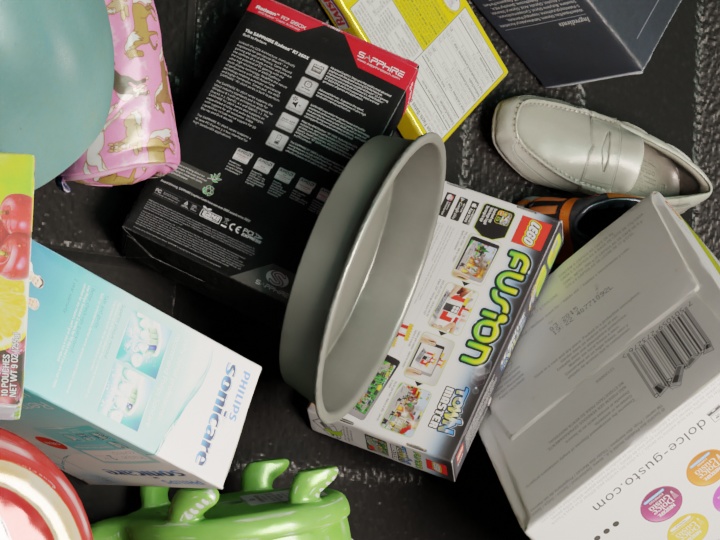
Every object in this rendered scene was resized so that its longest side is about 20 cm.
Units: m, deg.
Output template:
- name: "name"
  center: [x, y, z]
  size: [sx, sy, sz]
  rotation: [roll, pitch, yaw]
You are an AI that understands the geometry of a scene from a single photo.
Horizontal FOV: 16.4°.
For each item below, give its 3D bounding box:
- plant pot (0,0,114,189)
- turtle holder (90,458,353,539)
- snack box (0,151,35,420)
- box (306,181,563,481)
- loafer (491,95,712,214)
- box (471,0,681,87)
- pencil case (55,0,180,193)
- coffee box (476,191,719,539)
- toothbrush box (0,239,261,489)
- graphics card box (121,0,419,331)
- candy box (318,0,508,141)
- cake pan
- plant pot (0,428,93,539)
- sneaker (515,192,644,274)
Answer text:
- name: "plant pot"
  center: [-0.235, -0.132, 1.442]
  size: [0.201, 0.200, 0.161]
  rotation: [-50, 129, -31]
- name: "turtle holder"
  center: [-0.090, 0.196, 1.568]
  size: [0.185, 0.141, 0.132]
  rotation: [-9, 94, -42]
- name: "snack box"
  center: [-0.278, 0.004, 1.343]
  size: [0.199, 0.053, 0.143]
  rotation: [4, 77, -10]
- name: "box"
  center: [0.053, 0.037, 1.725]
  size: [0.035, 0.110, 0.200]
  rotation: [80, 34, -61]
- name: "loafer"
  center: [0.182, -0.087, 1.866]
  size: [0.200, 0.070, 0.070]
  rotation: [16, 77, -39]
- name: "box"
  center: [0.146, -0.258, 1.825]
  size: [0.200, 0.107, 0.149]
  rotation: [47, 59, -27]
- name: "pencil case"
  center: [-0.167, -0.152, 1.559]
  size: [0.083, 0.086, 0.201]
  rotation: [-25, 106, -83]
- name: "coffee box"
  center: [0.213, 0.112, 1.736]
  size: [0.200, 0.200, 0.198]
  rotation: [-39, 125, 9]
- name: "toothbrush box"
  center: [-0.184, 0.056, 1.495]
  size: [0.200, 0.146, 0.086]
  rotation: [30, 69, -36]
- name: "graphics card box"
  center: [-0.058, -0.072, 1.633]
  size: [0.125, 0.051, 0.200]
  rotation: [24, 64, 5]
- name: "candy box"
  center: [0.024, -0.191, 1.768]
  size: [0.102, 0.026, 0.200]
  rotation: [-45, 115, -30]
- name: "cake pan"
  center: [0.000, 0.000, 1.615]
  size: [0.200, 0.037, 0.201]
  rotation: [21, 90, -76]
- name: "plant pot"
  center: [-0.263, 0.175, 1.397]
  size: [0.200, 0.182, 0.201]
  rotation: [3, 86, -38]
- name: "sneaker"
  center: [0.208, 0.005, 1.854]
  size: [0.200, 0.112, 0.078]
  rotation: [28, 70, -36]
